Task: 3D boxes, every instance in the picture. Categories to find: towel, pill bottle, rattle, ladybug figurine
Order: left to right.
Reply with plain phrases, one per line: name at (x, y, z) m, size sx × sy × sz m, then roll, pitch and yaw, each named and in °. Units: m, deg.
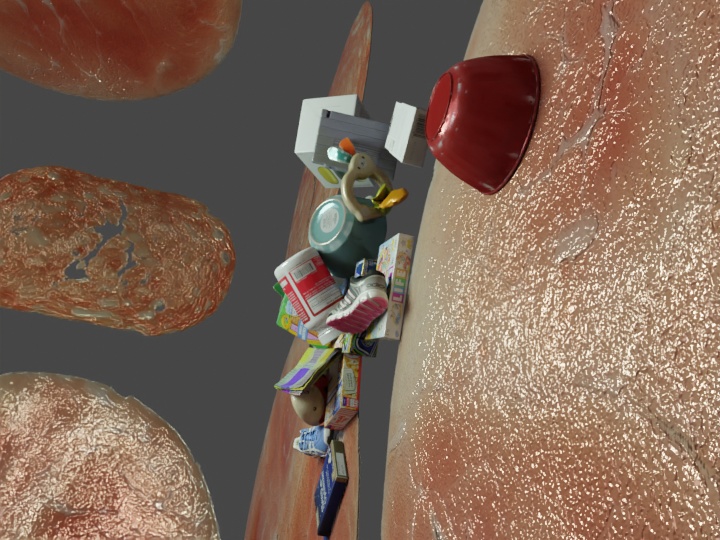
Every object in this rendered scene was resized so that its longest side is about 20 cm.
towel at (-0.124, 0.231, 1.475) m, size 0.144 × 0.023 × 0.199 m, roll -46°, pitch 13°, yaw -22°
pill bottle at (-0.100, 0.060, 1.414) m, size 0.202 × 0.111 × 0.112 m, roll 59°, pitch 160°, yaw 2°
ladybug figurine at (-0.110, 0.309, 1.565) m, size 0.138 × 0.071 × 0.200 m, roll 62°, pitch -168°, yaw 1°
rattle at (0.012, -0.218, 1.372) m, size 0.143 × 0.128 × 0.204 m, roll 129°, pitch 123°, yaw -81°

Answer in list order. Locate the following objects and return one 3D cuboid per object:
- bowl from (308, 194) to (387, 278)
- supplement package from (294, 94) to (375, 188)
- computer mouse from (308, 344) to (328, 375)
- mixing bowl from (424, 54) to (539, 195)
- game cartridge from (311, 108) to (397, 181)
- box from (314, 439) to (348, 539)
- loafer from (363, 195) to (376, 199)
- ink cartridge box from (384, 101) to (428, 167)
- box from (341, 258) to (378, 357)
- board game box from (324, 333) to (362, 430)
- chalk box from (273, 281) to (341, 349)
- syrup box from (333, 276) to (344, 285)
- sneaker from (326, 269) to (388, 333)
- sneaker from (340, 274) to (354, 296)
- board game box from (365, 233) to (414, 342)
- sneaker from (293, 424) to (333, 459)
bowl at (-0.046, -0.093, 1.465) m, size 0.198 × 0.104 × 0.205 m, roll -18°, pitch 61°, yaw 35°
supplement package at (-0.052, -0.325, 1.616) m, size 0.200 × 0.149 × 0.154 m, roll 43°, pitch -129°, yaw -62°
computer mouse at (-0.112, 0.294, 1.755) m, size 0.138 × 0.052 × 0.205 m, roll 164°, pitch 105°, yaw -73°
mixing bowl at (0.157, -0.219, 0.899) m, size 0.200 × 0.106 × 0.205 m, roll -169°, pitch 90°, yaw -78°
game cartridge at (-0.007, -0.289, 1.467) m, size 0.038 × 0.196 × 0.132 m, roll -144°, pitch 67°, yaw -85°
box at (-0.073, 0.505, 1.426) m, size 0.122 × 0.032 × 0.204 m, roll -108°, pitch 31°, yaw -65°
loafer at (-0.005, -0.102, 1.582) m, size 0.202 × 0.069 × 0.070 m, roll -58°, pitch -9°, yaw 27°
ink cartridge box at (0.102, -0.293, 1.333) m, size 0.200 × 0.049 × 0.111 m, roll -112°, pitch 36°, yaw -70°
box at (0.012, 0.082, 1.356) m, size 0.070 × 0.063 × 0.204 m, roll 156°, pitch 124°, yaw -73°
board game box at (-0.040, 0.250, 1.469) m, size 0.152 × 0.045 × 0.203 m, roll 121°, pitch 157°, yaw -56°
chalk box at (-0.128, 0.088, 1.590) m, size 0.125 × 0.198 × 0.126 m, roll -46°, pitch -19°, yaw -54°
syrup box at (-0.072, -0.009, 1.713) m, size 0.078 × 0.081 × 0.203 m, roll -30°, pitch 44°, yaw 35°
sneaker at (-0.004, 0.060, 1.256) m, size 0.200 × 0.073 × 0.089 m, roll -41°, pitch 33°, yaw 52°
sneaker at (0.000, 0.000, 1.502) m, size 0.078 × 0.074 × 0.205 m, roll -15°, pitch 68°, yaw 61°
board game box at (0.058, 0.039, 1.263) m, size 0.134 × 0.034 × 0.204 m, roll 150°, pitch 131°, yaw -73°
sneaker at (-0.114, 0.429, 1.570) m, size 0.201 × 0.076 × 0.077 m, roll 124°, pitch 156°, yaw -56°
